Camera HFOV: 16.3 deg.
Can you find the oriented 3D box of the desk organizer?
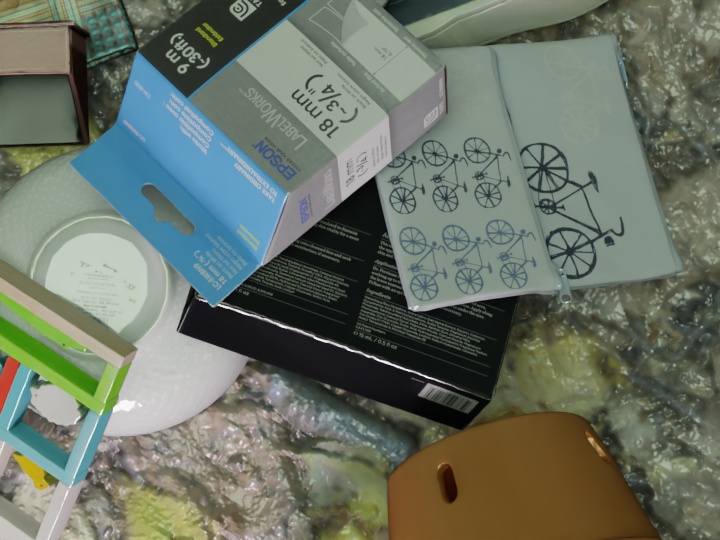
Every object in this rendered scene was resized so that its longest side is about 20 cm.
[{"bbox_3d":[-0.282,-0.120,1.671,0.200,0.072,0.077,-2,89,3],"label":"desk organizer"}]

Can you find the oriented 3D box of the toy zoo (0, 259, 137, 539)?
[{"bbox_3d":[-0.234,0.099,1.652,0.131,0.020,0.200,33,119,14],"label":"toy zoo"}]

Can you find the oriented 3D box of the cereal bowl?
[{"bbox_3d":[-0.166,0.011,1.669,0.200,0.083,0.200,0,86,3],"label":"cereal bowl"}]

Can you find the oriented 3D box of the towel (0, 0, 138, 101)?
[{"bbox_3d":[-0.267,-0.182,1.718,0.200,0.022,0.147,-20,86,3],"label":"towel"}]

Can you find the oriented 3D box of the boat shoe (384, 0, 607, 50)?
[{"bbox_3d":[0.092,-0.187,1.666,0.200,0.075,0.062,-23,64,16],"label":"boat shoe"}]

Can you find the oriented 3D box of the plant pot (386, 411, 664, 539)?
[{"bbox_3d":[0.101,0.180,1.596,0.200,0.200,0.140,-18,68,3],"label":"plant pot"}]

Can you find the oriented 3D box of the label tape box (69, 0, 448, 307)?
[{"bbox_3d":[-0.065,-0.097,1.565,0.200,0.063,0.144,-41,69,-16],"label":"label tape box"}]

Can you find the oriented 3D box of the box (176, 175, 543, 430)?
[{"bbox_3d":[0.000,0.000,1.621,0.200,0.079,0.141,20,68,-6],"label":"box"}]

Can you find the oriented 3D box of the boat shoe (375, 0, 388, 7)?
[{"bbox_3d":[-0.036,-0.181,1.668,0.065,0.074,0.202,37,97,-31],"label":"boat shoe"}]

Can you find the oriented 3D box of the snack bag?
[{"bbox_3d":[0.102,-0.066,1.623,0.200,0.021,0.189,-5,66,-19],"label":"snack bag"}]
